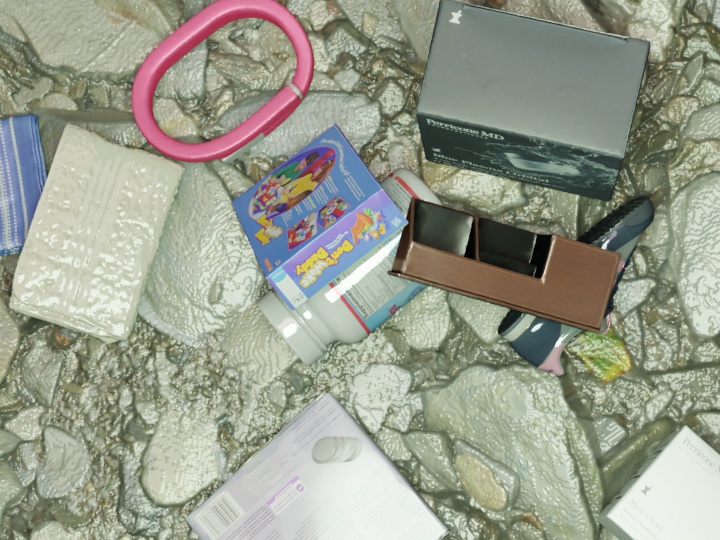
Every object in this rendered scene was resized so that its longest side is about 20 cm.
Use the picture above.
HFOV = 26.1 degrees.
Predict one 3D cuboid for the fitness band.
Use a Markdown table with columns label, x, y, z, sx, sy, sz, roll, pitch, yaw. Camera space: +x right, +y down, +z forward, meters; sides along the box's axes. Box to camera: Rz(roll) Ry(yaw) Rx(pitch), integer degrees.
| label | x | y | z | sx | sy | sz | roll | pitch | yaw |
| --- | --- | --- | --- | --- | --- | --- | --- | --- | --- |
| fitness band | -0.142 | -0.196 | 1.602 | 0.200 | 0.037 | 0.144 | -39 | 79 | -3 |

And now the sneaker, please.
| label | x | y | z | sx | sy | sz | roll | pitch | yaw |
| --- | --- | --- | --- | --- | --- | --- | --- | --- | --- |
| sneaker | 0.229 | 0.016 | 1.528 | 0.200 | 0.070 | 0.082 | -45 | 97 | -1 |

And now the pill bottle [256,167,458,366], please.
| label | x | y | z | sx | sy | sz | roll | pitch | yaw |
| --- | --- | --- | --- | --- | --- | --- | --- | --- | --- |
| pill bottle | 0.000 | 0.000 | 1.521 | 0.200 | 0.109 | 0.109 | -40 | 80 | -2 |

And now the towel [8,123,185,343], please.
| label | x | y | z | sx | sy | sz | roll | pitch | yaw |
| --- | --- | --- | --- | --- | --- | --- | --- | --- | --- |
| towel | -0.268 | -0.035 | 1.576 | 0.132 | 0.034 | 0.201 | 19 | 82 | -9 |

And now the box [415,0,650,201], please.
| label | x | y | z | sx | sy | sz | roll | pitch | yaw |
| --- | --- | --- | --- | --- | --- | --- | --- | --- | --- |
| box | 0.162 | -0.159 | 1.487 | 0.196 | 0.200 | 0.118 | 13 | 82 | 7 |

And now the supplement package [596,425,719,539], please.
| label | x | y | z | sx | sy | sz | roll | pitch | yaw |
| --- | --- | --- | --- | --- | --- | --- | --- | --- | --- |
| supplement package | 0.331 | 0.253 | 1.426 | 0.200 | 0.156 | 0.111 | 41 | 85 | 10 |

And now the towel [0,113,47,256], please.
| label | x | y | z | sx | sy | sz | roll | pitch | yaw |
| --- | --- | --- | --- | --- | --- | --- | --- | --- | --- |
| towel | -0.420 | -0.077 | 1.612 | 0.199 | 0.024 | 0.145 | -12 | 79 | 3 |

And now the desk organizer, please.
| label | x | y | z | sx | sy | sz | roll | pitch | yaw |
| --- | --- | --- | --- | --- | --- | --- | --- | --- | --- |
| desk organizer | 0.134 | -0.005 | 1.446 | 0.199 | 0.072 | 0.077 | 16 | 89 | -7 |

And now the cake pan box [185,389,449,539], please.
| label | x | y | z | sx | sy | sz | roll | pitch | yaw |
| --- | --- | --- | --- | --- | --- | --- | --- | --- | --- |
| cake pan box | -0.043 | 0.251 | 1.512 | 0.200 | 0.052 | 0.184 | -43 | 78 | -3 |

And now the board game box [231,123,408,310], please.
| label | x | y | z | sx | sy | sz | roll | pitch | yaw |
| --- | --- | --- | --- | --- | --- | --- | --- | --- | --- |
| board game box | -0.044 | -0.056 | 1.489 | 0.134 | 0.200 | 0.045 | -37 | 116 | 3 |
